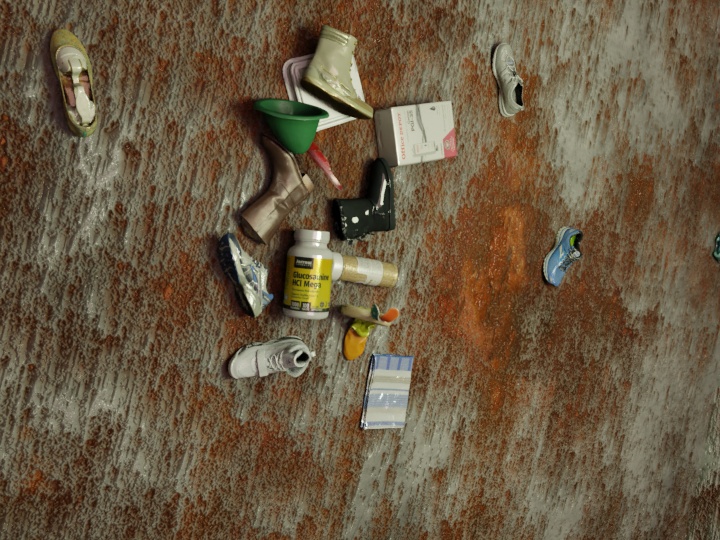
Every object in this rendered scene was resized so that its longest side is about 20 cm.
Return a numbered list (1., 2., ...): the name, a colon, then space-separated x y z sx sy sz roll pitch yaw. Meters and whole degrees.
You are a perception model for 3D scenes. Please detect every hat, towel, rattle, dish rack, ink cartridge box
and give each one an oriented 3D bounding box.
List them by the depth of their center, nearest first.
1. hat: -0.152 -0.275 1.340 0.165 0.197 0.180 -34 139 -55
2. dish rack: -0.077 -0.436 1.426 0.197 0.043 0.175 -24 107 -28
3. rattle: 0.015 0.152 1.450 0.129 0.199 0.145 36 77 -28
4. ink cartridge box: 0.145 -0.353 1.545 0.197 0.082 0.150 -15 103 -29
5. towel: 0.076 0.329 1.610 0.144 0.024 0.205 9 90 -32

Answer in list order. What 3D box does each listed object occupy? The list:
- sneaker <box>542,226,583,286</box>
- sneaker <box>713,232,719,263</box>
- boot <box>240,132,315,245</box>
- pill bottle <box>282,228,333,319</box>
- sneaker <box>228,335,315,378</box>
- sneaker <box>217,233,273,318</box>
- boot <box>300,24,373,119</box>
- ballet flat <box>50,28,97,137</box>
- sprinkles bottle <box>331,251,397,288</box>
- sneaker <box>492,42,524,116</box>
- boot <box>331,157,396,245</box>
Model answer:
1. sneaker: 0.645 -0.045 1.877 0.078 0.089 0.204 26 82 -29
2. sneaker: 1.473 -0.130 2.381 0.085 0.077 0.204 22 83 -27
3. boot: -0.221 -0.182 1.359 0.200 0.064 0.187 -47 114 -13
4. pill bottle: -0.122 0.007 1.404 0.110 0.112 0.205 3 93 -31
5. sneaker: -0.201 0.207 1.375 0.196 0.114 0.077 -15 102 -29
6. sneaker: -0.258 0.001 1.354 0.085 0.076 0.204 -34 119 -34
7. boot: -0.033 -0.457 1.387 0.197 0.072 0.158 23 81 -31
8. ballet flat: -0.543 -0.360 1.137 0.069 0.070 0.205 -12 101 -29
9. sprinkles bottle: 0.000 0.000 1.503 0.196 0.068 0.070 9 91 -32
10. sneaker: 0.435 -0.549 1.701 0.074 0.081 0.204 -21 106 -27
11. boot: 0.004 -0.173 1.490 0.159 0.073 0.203 -12 102 -26
